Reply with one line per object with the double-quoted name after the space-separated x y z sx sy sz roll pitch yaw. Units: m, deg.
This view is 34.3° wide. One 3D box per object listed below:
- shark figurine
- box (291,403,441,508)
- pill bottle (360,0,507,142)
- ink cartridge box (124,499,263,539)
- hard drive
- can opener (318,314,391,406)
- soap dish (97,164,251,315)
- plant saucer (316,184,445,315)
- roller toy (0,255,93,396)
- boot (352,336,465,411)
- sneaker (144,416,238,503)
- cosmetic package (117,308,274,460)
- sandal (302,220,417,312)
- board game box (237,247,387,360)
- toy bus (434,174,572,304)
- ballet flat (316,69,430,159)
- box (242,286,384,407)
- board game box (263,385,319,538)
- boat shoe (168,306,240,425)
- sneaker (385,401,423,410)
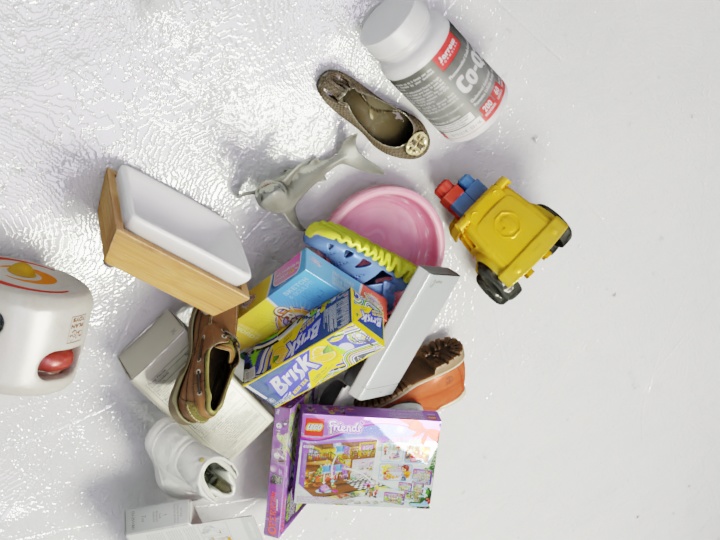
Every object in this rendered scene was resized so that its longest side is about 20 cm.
-0.075 -0.103 1.577 0.214 0.128 0.090 -31 97 -43 "shark figurine"
0.008 0.263 1.651 0.199 0.039 0.137 5 105 -9 "box"
0.100 -0.277 1.586 0.200 0.114 0.114 41 87 -31 "pill bottle"
-0.217 0.378 1.616 0.173 0.044 0.200 -10 142 1 "ink cartridge box"
0.063 0.086 1.626 0.201 0.027 0.132 -61 160 10 "hard drive"
-0.008 0.147 1.683 0.053 0.066 0.200 9 115 -56 "can opener"
-0.242 -0.035 1.486 0.200 0.158 0.081 30 109 -31 "soap dish"
0.024 -0.028 1.673 0.200 0.051 0.201 -8 110 -23 "plant saucer"
-0.418 0.058 1.407 0.199 0.182 0.140 11 101 -28 "roller toy"
0.073 0.188 1.762 0.199 0.075 0.108 -22 128 -12 "boot"
-0.215 0.282 1.564 0.074 0.115 0.200 -50 154 -20 "sneaker"
-0.224 0.161 1.594 0.103 0.087 0.200 -42 121 -6 "cosmetic package"
0.000 0.000 1.600 0.200 0.079 0.087 29 97 -29 "sandal"
-0.086 0.067 1.594 0.153 0.040 0.200 33 128 -31 "board game box"
0.188 -0.061 1.695 0.192 0.200 0.136 42 85 5 "toy bus"
0.024 -0.211 1.611 0.200 0.046 0.068 33 92 -31 "ballet flat"
-0.064 0.105 1.558 0.200 0.064 0.070 -31 129 29 "box"
-0.099 0.269 1.684 0.032 0.120 0.201 10 106 11 "board game box"
-0.183 0.105 1.504 0.072 0.068 0.201 36 52 -39 "boat shoe"
0.015 0.270 1.723 0.200 0.080 0.074 -34 148 19 "sneaker"
